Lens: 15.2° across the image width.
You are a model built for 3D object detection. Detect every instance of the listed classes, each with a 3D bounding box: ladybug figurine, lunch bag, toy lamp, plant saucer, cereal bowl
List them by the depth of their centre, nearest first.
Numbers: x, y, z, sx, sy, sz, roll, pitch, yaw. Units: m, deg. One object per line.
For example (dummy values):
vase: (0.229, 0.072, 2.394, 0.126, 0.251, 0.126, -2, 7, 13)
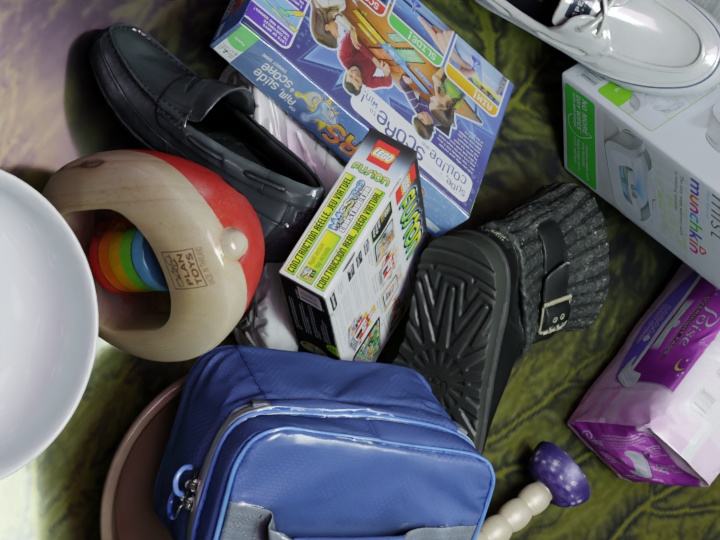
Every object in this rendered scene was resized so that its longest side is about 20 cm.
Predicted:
cereal bowl: (-0.261, 0.032, 1.621, 0.199, 0.083, 0.201, -1, 91, -21)
ladybug figurine: (-0.121, -0.015, 1.634, 0.072, 0.200, 0.136, -31, 109, -33)
lunch bag: (-0.027, 0.135, 1.642, 0.199, 0.132, 0.136, 6, 111, -26)
plant saucer: (-0.076, 0.147, 1.723, 0.199, 0.029, 0.201, -6, 105, -24)
toy lamp: (0.067, 0.193, 1.797, 0.200, 0.058, 0.058, -40, 106, -21)

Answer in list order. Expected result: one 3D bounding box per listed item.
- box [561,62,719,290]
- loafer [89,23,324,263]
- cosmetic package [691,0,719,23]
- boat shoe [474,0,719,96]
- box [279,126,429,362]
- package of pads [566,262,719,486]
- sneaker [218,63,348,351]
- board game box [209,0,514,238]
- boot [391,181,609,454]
box: (0.266, -0.104, 1.821, 0.200, 0.176, 0.097, -32, 142, -23)
loafer: (-0.092, -0.091, 1.670, 0.068, 0.071, 0.201, -15, 54, -48)
cosmetic package: (0.192, -0.252, 1.799, 0.200, 0.090, 0.107, 33, 57, 6)
boat shoe: (0.145, -0.169, 1.767, 0.199, 0.065, 0.074, 21, 92, 19)
box: (0.000, 0.000, 1.698, 0.035, 0.200, 0.110, 28, 74, 14)
package of pads: (0.243, 0.054, 1.849, 0.076, 0.120, 0.200, 45, 71, -18)
sneaker: (-0.039, -0.037, 1.740, 0.099, 0.078, 0.201, 1, 90, -29)
board game box: (0.005, -0.132, 1.749, 0.200, 0.034, 0.136, 40, 44, -19)
boot: (0.090, 0.051, 1.799, 0.158, 0.079, 0.212, -23, 136, -55)
